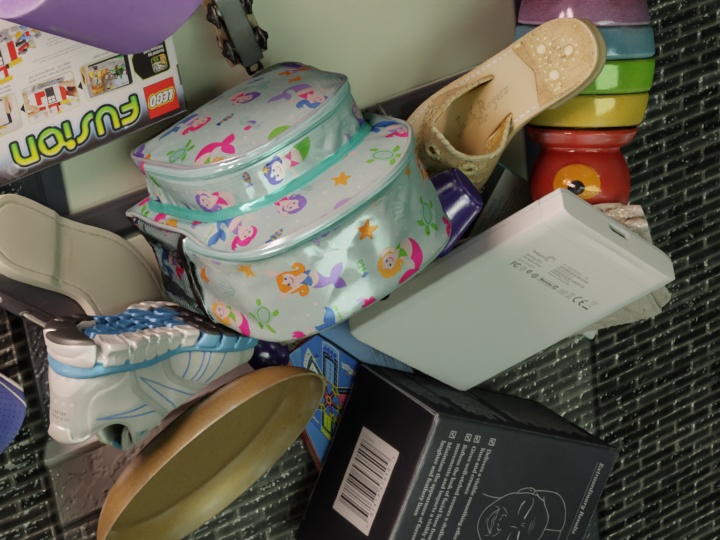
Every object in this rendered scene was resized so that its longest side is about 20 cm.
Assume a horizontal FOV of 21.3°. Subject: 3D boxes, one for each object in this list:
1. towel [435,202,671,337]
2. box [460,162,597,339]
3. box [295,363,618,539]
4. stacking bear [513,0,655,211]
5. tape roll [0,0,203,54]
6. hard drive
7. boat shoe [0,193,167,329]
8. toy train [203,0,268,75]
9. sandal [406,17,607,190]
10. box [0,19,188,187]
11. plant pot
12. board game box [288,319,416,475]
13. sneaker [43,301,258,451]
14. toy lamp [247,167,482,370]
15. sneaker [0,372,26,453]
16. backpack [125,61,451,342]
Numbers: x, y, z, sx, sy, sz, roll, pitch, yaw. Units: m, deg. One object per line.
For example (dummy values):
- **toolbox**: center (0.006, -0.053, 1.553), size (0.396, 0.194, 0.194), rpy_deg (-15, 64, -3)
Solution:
- **towel**: center (0.127, 0.014, 1.433), size (0.199, 0.035, 0.133), rpy_deg (-15, 144, 11)
- **box**: center (0.126, -0.022, 1.489), size (0.200, 0.049, 0.083), rpy_deg (29, 91, -40)
- **box**: center (0.075, 0.171, 1.473), size (0.199, 0.107, 0.149), rpy_deg (15, 100, -38)
- **stacking bear**: center (0.163, -0.128, 1.410), size (0.121, 0.114, 0.201), rpy_deg (2, 99, 5)
- **tape roll**: center (-0.149, -0.232, 1.106), size (0.085, 0.200, 0.201), rpy_deg (14, 100, -38)
- **hard drive**: center (0.108, 0.018, 1.384), size (0.200, 0.027, 0.132), rpy_deg (-31, 138, 32)
- **boat shoe**: center (-0.201, 0.006, 1.271), size (0.200, 0.062, 0.073), rpy_deg (36, 52, -51)
- **toy train**: center (-0.106, -0.216, 1.245), size (0.034, 0.046, 0.201), rpy_deg (-28, 121, -9)
- **sandal**: center (0.076, -0.106, 1.349), size (0.211, 0.078, 0.070), rpy_deg (-39, 166, 27)
- **box**: center (-0.212, -0.120, 1.215), size (0.199, 0.035, 0.111), rpy_deg (-25, 122, -26)
- **plant pot**: center (-0.109, 0.132, 1.341), size (0.200, 0.028, 0.200), rpy_deg (-38, 164, -13)
- **board game box**: center (0.003, 0.115, 1.479), size (0.103, 0.019, 0.201), rpy_deg (-36, 126, -20)
- **sneaker**: center (-0.141, 0.071, 1.252), size (0.200, 0.075, 0.087), rpy_deg (-6, 110, -57)
- **toy lamp**: center (0.000, 0.000, 1.356), size (0.200, 0.058, 0.058), rpy_deg (-36, 131, 17)
- **sneaker**: center (-0.293, 0.089, 1.193), size (0.199, 0.115, 0.081), rpy_deg (25, 95, -40)
- **backpack**: center (-0.045, -0.044, 1.260), size (0.177, 0.200, 0.151), rpy_deg (-33, 122, -19)
